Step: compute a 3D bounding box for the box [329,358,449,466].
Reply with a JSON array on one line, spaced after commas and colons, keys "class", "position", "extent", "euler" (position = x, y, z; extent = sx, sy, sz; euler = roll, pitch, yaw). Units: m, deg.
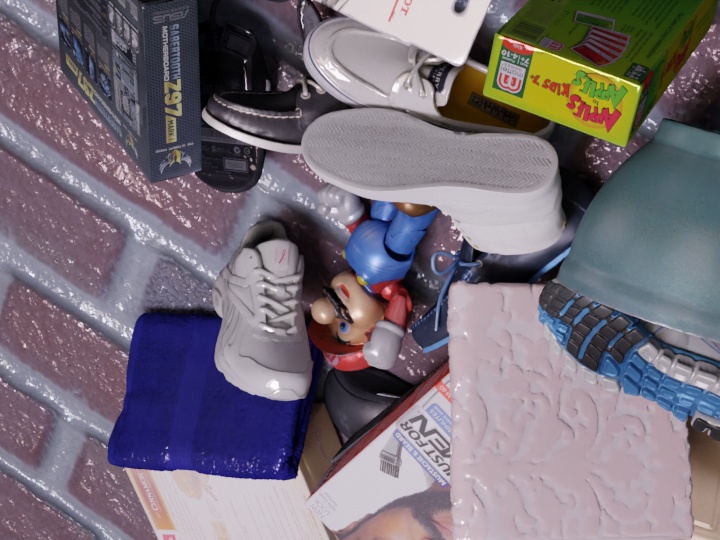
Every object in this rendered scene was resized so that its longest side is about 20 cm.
[{"class": "box", "position": [0.095, 0.161, 1.470], "extent": [0.160, 0.044, 0.200], "euler": [48, 123, -3]}]

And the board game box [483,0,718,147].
[{"class": "board game box", "position": [0.168, -0.161, 1.183], "extent": [0.101, 0.200, 0.048], "euler": [22, 127, 15]}]

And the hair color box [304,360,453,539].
[{"class": "hair color box", "position": [0.059, 0.162, 1.423], "extent": [0.111, 0.064, 0.200], "euler": [44, 124, -1]}]

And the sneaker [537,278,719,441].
[{"class": "sneaker", "position": [0.228, 0.054, 1.321], "extent": [0.199, 0.087, 0.075], "euler": [29, 135, 0]}]

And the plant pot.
[{"class": "plant pot", "position": [0.253, -0.030, 1.241], "extent": [0.199, 0.200, 0.135], "euler": [19, 99, 18]}]

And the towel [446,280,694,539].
[{"class": "towel", "position": [0.159, 0.109, 1.340], "extent": [0.189, 0.032, 0.202], "euler": [1, 82, -12]}]

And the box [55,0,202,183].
[{"class": "box", "position": [-0.188, -0.187, 1.393], "extent": [0.200, 0.051, 0.159], "euler": [48, 145, 45]}]

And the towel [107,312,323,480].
[{"class": "towel", "position": [-0.128, 0.113, 1.573], "extent": [0.199, 0.149, 0.049], "euler": [1, 162, 31]}]

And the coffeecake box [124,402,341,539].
[{"class": "coffeecake box", "position": [-0.106, 0.209, 1.642], "extent": [0.199, 0.073, 0.154], "euler": [-5, 120, 31]}]

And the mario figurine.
[{"class": "mario figurine", "position": [0.000, 0.000, 1.431], "extent": [0.105, 0.124, 0.201], "euler": [17, 123, -1]}]

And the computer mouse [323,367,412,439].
[{"class": "computer mouse", "position": [0.054, 0.120, 1.518], "extent": [0.199, 0.046, 0.141], "euler": [23, 128, 15]}]

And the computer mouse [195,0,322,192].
[{"class": "computer mouse", "position": [-0.083, -0.163, 1.419], "extent": [0.139, 0.046, 0.201], "euler": [2, 114, 23]}]

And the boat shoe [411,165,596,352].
[{"class": "boat shoe", "position": [0.111, -0.012, 1.399], "extent": [0.200, 0.084, 0.069], "euler": [-40, 88, 23]}]

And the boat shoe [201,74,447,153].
[{"class": "boat shoe", "position": [-0.022, -0.123, 1.357], "extent": [0.198, 0.074, 0.061], "euler": [9, 117, -12]}]

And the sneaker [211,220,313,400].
[{"class": "sneaker", "position": [-0.079, 0.026, 1.456], "extent": [0.077, 0.200, 0.100], "euler": [7, 122, -22]}]

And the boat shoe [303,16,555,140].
[{"class": "boat shoe", "position": [0.054, -0.141, 1.306], "extent": [0.199, 0.071, 0.070], "euler": [24, 170, -6]}]

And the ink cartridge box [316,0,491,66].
[{"class": "ink cartridge box", "position": [0.017, -0.244, 1.285], "extent": [0.199, 0.067, 0.116], "euler": [28, 111, 11]}]

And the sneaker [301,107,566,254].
[{"class": "sneaker", "position": [0.058, -0.058, 1.315], "extent": [0.199, 0.074, 0.116], "euler": [12, 156, 20]}]

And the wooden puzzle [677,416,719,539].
[{"class": "wooden puzzle", "position": [0.229, 0.130, 1.439], "extent": [0.184, 0.037, 0.201], "euler": [16, 120, 21]}]
